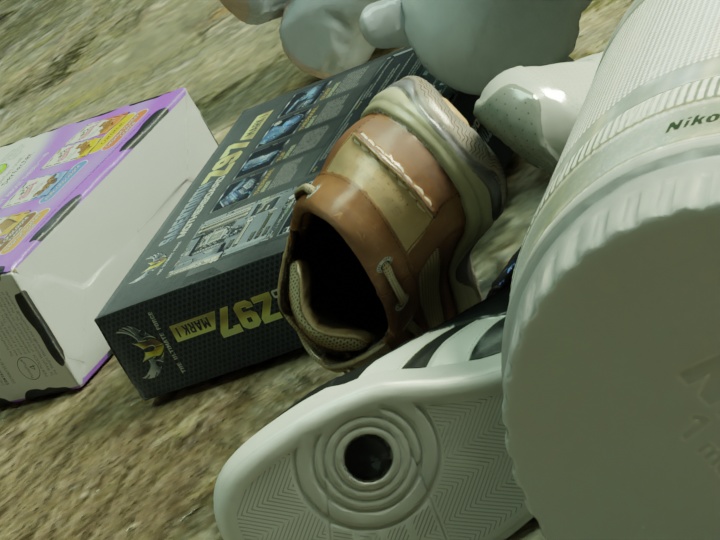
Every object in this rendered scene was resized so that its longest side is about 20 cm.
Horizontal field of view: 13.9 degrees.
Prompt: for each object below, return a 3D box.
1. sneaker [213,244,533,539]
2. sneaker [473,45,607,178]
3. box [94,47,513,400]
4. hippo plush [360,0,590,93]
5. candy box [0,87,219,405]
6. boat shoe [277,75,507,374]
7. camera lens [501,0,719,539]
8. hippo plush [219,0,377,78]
[{"bbox_3d":[0.041,0.044,1.042,0.199,0.073,0.112,-23,15,-2],"label":"sneaker"},{"bbox_3d":[0.111,-0.063,1.030,0.200,0.070,0.081,1,-58,-53],"label":"sneaker"},{"bbox_3d":[-0.014,-0.032,1.334,0.157,0.051,0.200,-19,22,29],"label":"box"},{"bbox_3d":[0.090,-0.142,1.245,0.158,0.161,0.201,15,48,2],"label":"hippo plush"},{"bbox_3d":[-0.181,0.000,1.477,0.199,0.072,0.168,-14,25,40],"label":"candy box"},{"bbox_3d":[0.000,0.000,1.086,0.072,0.076,0.200,-41,-17,-19],"label":"boat shoe"},{"bbox_3d":[0.131,-0.002,0.865,0.159,0.160,0.200,-21,21,26],"label":"camera lens"},{"bbox_3d":[0.017,-0.216,1.591,0.200,0.160,0.161,-40,-3,40],"label":"hippo plush"}]
